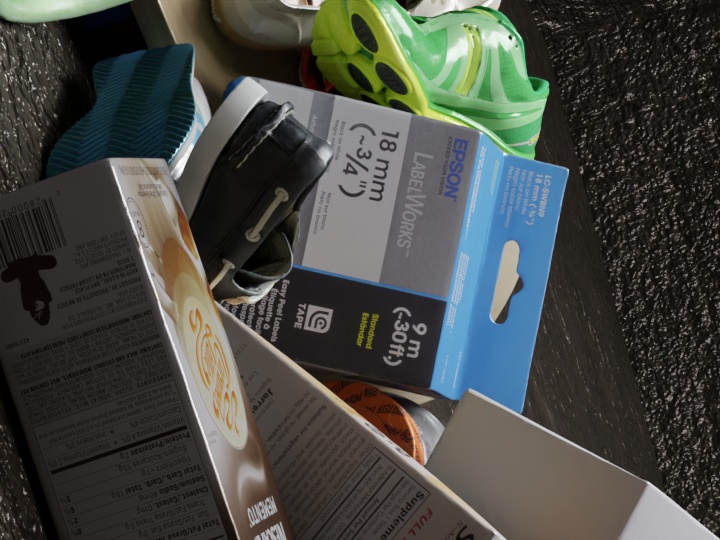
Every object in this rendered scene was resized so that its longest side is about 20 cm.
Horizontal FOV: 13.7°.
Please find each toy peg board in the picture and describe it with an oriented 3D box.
[{"bbox_3d":[-0.117,-0.165,1.703,0.200,0.098,0.199,68,25,-21],"label":"toy peg board"}]

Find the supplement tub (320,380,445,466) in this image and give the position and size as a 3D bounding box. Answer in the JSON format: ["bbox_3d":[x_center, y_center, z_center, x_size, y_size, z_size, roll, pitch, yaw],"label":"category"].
[{"bbox_3d":[0.013,0.144,1.676,0.200,0.122,0.123,54,19,-58],"label":"supplement tub"}]

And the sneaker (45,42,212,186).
[{"bbox_3d":[-0.107,-0.049,1.522,0.200,0.076,0.081,-75,154,-66],"label":"sneaker"}]

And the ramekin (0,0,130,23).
[{"bbox_3d":[-0.109,-0.210,1.472,0.098,0.200,0.200,65,9,7],"label":"ramekin"}]

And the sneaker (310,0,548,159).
[{"bbox_3d":[0.040,-0.117,1.671,0.200,0.074,0.084,35,75,-53],"label":"sneaker"}]

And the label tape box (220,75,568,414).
[{"bbox_3d":[0.013,-0.012,1.610,0.063,0.200,0.144,166,-64,-77],"label":"label tape box"}]

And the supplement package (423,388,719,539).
[{"bbox_3d":[0.109,0.164,1.597,0.120,0.121,0.200,26,-5,29],"label":"supplement package"}]

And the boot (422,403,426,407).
[{"bbox_3d":[0.012,0.119,1.955,0.200,0.072,0.167,38,46,-75],"label":"boot"}]

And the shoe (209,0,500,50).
[{"bbox_3d":[0.010,-0.156,1.687,0.200,0.053,0.070,-9,79,-38],"label":"shoe"}]

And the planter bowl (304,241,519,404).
[{"bbox_3d":[0.000,0.000,1.763,0.200,0.200,0.135,-80,177,-71],"label":"planter bowl"}]

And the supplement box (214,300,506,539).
[{"bbox_3d":[-0.016,0.104,1.452,0.200,0.074,0.126,39,-3,21],"label":"supplement box"}]

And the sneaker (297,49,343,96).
[{"bbox_3d":[-0.005,-0.172,1.752,0.108,0.067,0.202,-48,125,-65],"label":"sneaker"}]

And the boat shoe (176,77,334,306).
[{"bbox_3d":[-0.060,-0.015,1.465,0.060,0.076,0.200,35,-27,7],"label":"boat shoe"}]

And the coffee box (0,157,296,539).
[{"bbox_3d":[-0.101,0.056,1.328,0.114,0.080,0.200,-16,87,-80],"label":"coffee box"}]
